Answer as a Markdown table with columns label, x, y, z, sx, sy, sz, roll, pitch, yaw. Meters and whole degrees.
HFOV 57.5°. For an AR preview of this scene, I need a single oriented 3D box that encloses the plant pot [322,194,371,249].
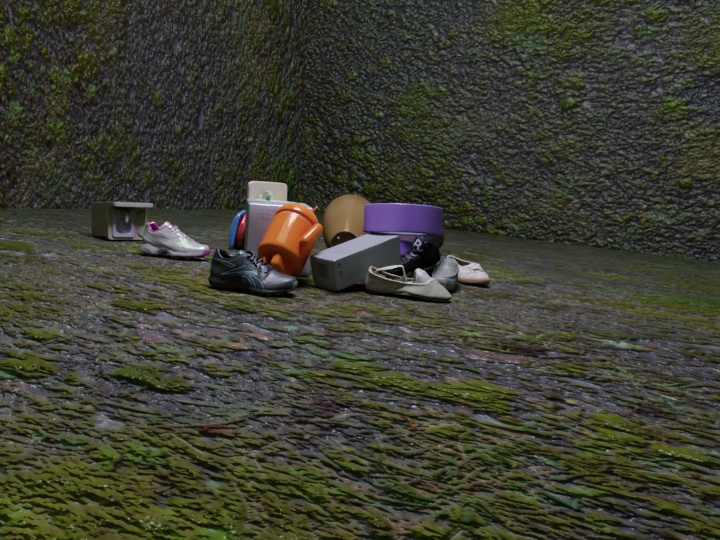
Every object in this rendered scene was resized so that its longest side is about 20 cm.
| label | x | y | z | sx | sy | sz | roll | pitch | yaw |
| --- | --- | --- | --- | --- | --- | --- | --- | --- | --- |
| plant pot | -0.036 | -0.106 | 1.945 | 0.180 | 0.193 | 0.201 | 4 | 21 | 2 |

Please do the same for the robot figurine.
| label | x | y | z | sx | sy | sz | roll | pitch | yaw |
| --- | --- | --- | --- | --- | --- | --- | --- | --- | --- |
| robot figurine | -0.160 | -0.069 | 1.492 | 0.114 | 0.204 | 0.144 | 26 | -35 | -7 |

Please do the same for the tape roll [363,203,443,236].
| label | x | y | z | sx | sy | sz | roll | pitch | yaw |
| --- | --- | --- | --- | --- | --- | --- | --- | --- | --- |
| tape roll | 0.104 | -0.123 | 1.608 | 0.193 | 0.068 | 0.200 | 2 | 1 | 0 |

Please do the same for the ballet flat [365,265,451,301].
| label | x | y | z | sx | sy | sz | roll | pitch | yaw |
| --- | --- | --- | --- | --- | --- | --- | --- | --- | --- |
| ballet flat | 0.104 | 0.024 | 1.427 | 0.193 | 0.072 | 0.069 | 6 | 8 | 12 |

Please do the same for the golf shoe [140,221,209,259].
| label | x | y | z | sx | sy | sz | roll | pitch | yaw |
| --- | --- | --- | --- | --- | --- | --- | --- | --- | --- |
| golf shoe | -0.494 | -0.080 | 1.744 | 0.193 | 0.095 | 0.075 | 7 | 7 | 8 |

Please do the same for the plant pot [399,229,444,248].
| label | x | y | z | sx | sy | sz | roll | pitch | yaw |
| --- | --- | --- | --- | --- | --- | --- | --- | --- | --- |
| plant pot | 0.148 | -0.080 | 1.947 | 0.194 | 0.095 | 0.202 | 12 | -24 | 5 |

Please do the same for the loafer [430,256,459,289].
| label | x | y | z | sx | sy | sz | roll | pitch | yaw |
| --- | --- | --- | --- | --- | --- | --- | --- | --- | --- |
| loafer | 0.204 | 0.005 | 1.593 | 0.068 | 0.072 | 0.200 | 6 | 8 | 11 |

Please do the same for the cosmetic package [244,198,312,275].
| label | x | y | z | sx | sy | sz | roll | pitch | yaw |
| --- | --- | --- | --- | --- | --- | --- | --- | --- | --- |
| cosmetic package | -0.213 | -0.088 | 1.670 | 0.159 | 0.171 | 0.200 | 2 | 8 | -13 |

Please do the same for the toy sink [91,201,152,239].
| label | x | y | z | sx | sy | sz | roll | pitch | yaw |
| --- | --- | --- | --- | --- | --- | --- | --- | --- | --- |
| toy sink | -0.746 | -0.155 | 2.056 | 0.128 | 0.116 | 0.197 | -3 | 6 | -43 |

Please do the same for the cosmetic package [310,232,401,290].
| label | x | y | z | sx | sy | sz | roll | pitch | yaw |
| --- | --- | --- | --- | --- | --- | --- | --- | --- | --- |
| cosmetic package | -0.009 | -0.024 | 1.498 | 0.196 | 0.077 | 0.100 | -20 | 20 | -35 |

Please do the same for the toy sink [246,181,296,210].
| label | x | y | z | sx | sy | sz | roll | pitch | yaw |
| --- | --- | --- | --- | --- | --- | --- | --- | --- | --- |
| toy sink | -0.256 | -0.153 | 1.926 | 0.127 | 0.207 | 0.111 | 0 | 8 | -34 |

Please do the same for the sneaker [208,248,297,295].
| label | x | y | z | sx | sy | sz | roll | pitch | yaw |
| --- | --- | --- | --- | --- | --- | --- | --- | --- | --- |
| sneaker | -0.222 | 0.004 | 1.349 | 0.193 | 0.082 | 0.075 | 7 | 8 | 10 |

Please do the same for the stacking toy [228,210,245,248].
| label | x | y | z | sx | sy | sz | roll | pitch | yaw |
| --- | --- | --- | --- | --- | --- | --- | --- | --- | --- |
| stacking toy | -0.304 | -0.105 | 2.053 | 0.194 | 0.120 | 0.110 | 16 | 11 | 1 |

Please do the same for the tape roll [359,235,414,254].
| label | x | y | z | sx | sy | sz | roll | pitch | yaw |
| --- | --- | --- | --- | --- | --- | --- | --- | --- | --- |
| tape roll | 0.088 | -0.048 | 1.782 | 0.193 | 0.068 | 0.200 | 8 | 0 | 0 |

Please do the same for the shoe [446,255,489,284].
| label | x | y | z | sx | sy | sz | roll | pitch | yaw |
| --- | --- | --- | --- | --- | --- | --- | --- | --- | --- |
| shoe | 0.277 | 0.000 | 1.734 | 0.068 | 0.055 | 0.199 | 1 | 9 | -22 |

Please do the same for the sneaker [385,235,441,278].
| label | x | y | z | sx | sy | sz | roll | pitch | yaw |
| --- | --- | --- | --- | --- | --- | --- | --- | --- | --- |
| sneaker | 0.115 | -0.033 | 1.613 | 0.196 | 0.115 | 0.073 | -2 | 27 | -41 |
